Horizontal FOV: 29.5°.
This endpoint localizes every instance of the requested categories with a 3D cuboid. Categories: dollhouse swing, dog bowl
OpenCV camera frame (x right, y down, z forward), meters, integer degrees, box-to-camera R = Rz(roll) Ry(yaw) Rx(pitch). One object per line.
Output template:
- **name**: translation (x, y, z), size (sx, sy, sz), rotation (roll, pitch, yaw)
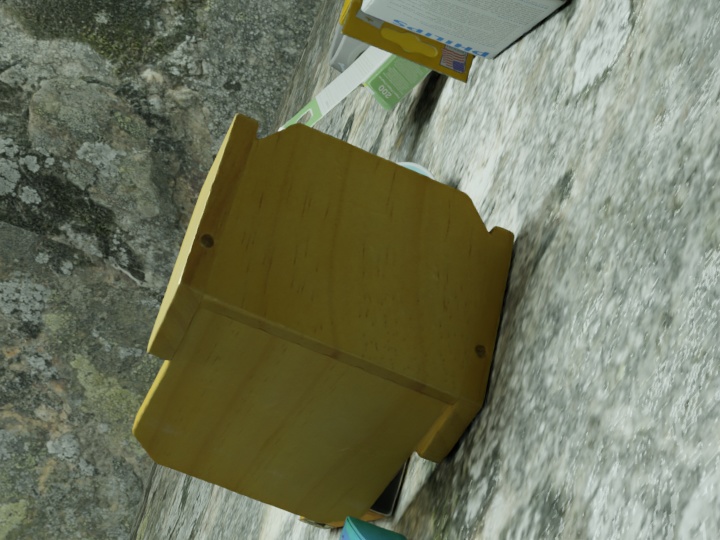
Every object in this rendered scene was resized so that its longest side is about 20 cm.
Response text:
- **dollhouse swing**: translation (-0.034, 0.040, 0.902), size (0.176, 0.199, 0.183), rotation (129, 159, -58)
- **dog bowl**: translation (0.011, -0.367, 1.955), size (0.200, 0.058, 0.202), rotation (-159, 90, -81)

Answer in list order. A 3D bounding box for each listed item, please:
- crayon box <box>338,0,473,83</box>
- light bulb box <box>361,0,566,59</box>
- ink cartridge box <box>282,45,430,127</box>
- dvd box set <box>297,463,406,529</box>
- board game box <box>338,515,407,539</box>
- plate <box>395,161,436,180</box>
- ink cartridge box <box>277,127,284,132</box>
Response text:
- **crayon box**: translation (0.060, -0.272, 1.261), size (0.052, 0.125, 0.201), rotation (135, 154, -69)
- **light bulb box**: translation (0.102, -0.293, 1.067), size (0.200, 0.124, 0.200), rotation (166, 123, -80)
- **ink cartridge box**: translation (0.008, -0.189, 1.396), size (0.200, 0.048, 0.146), rotation (-44, 14, 7)
- **dvd box set**: translation (0.004, 0.122, 1.056), size (0.200, 0.029, 0.147), rotation (140, 149, -71)
- **board game box**: translation (0.001, 0.238, 0.785), size (0.200, 0.045, 0.153), rotation (-169, 98, -80)
- **plate**: translation (0.000, 0.000, 1.137), size (0.200, 0.026, 0.201), rotation (-34, 36, 29)
- **ink cartridge box**: translation (-0.059, -0.012, 1.291), size (0.146, 0.082, 0.201), rotation (35, 100, 46)
